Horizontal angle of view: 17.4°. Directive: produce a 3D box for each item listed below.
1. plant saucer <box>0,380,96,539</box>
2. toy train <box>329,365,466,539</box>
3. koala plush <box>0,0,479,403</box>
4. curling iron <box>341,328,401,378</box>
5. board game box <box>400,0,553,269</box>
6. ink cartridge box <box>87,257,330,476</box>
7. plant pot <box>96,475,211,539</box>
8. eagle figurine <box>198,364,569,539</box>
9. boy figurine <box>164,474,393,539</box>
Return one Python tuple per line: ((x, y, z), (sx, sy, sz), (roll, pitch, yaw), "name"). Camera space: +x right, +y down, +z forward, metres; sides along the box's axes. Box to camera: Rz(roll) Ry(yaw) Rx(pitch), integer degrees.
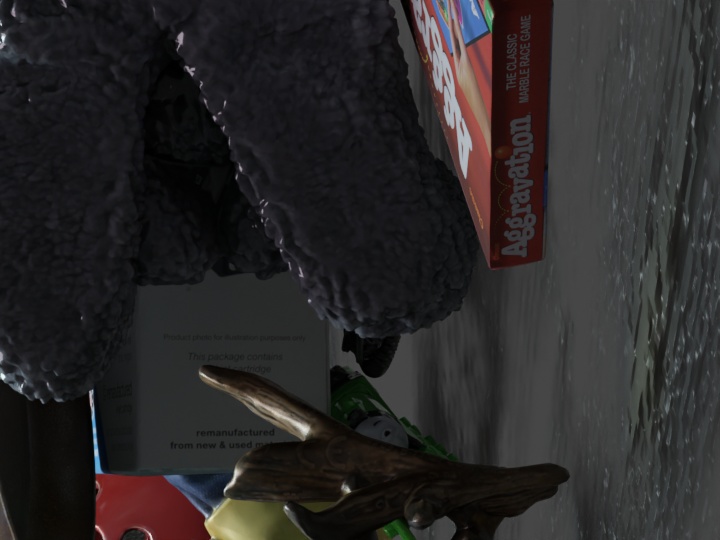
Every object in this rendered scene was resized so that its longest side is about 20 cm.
((-0.139, 0.036, 0.911), (0.200, 0.032, 0.200), (-9, -90, -85), "plant saucer")
((0.006, 0.072, 0.988), (0.056, 0.042, 0.200), (52, 176, -6), "toy train")
((-0.059, -0.079, 0.834), (0.200, 0.177, 0.184), (-93, -7, -73), "koala plush")
((0.000, 0.000, 1.077), (0.200, 0.026, 0.050), (-105, 28, -74), "curling iron")
((0.023, -0.108, 0.710), (0.103, 0.019, 0.200), (85, 172, -49), "board game box")
((-0.069, -0.014, 0.998), (0.146, 0.086, 0.200), (161, 107, -73), "ink cartridge box")
((-0.135, 0.203, 1.700), (0.200, 0.182, 0.200), (47, 178, 2), "plant pot")
((0.014, 0.144, 0.757), (0.152, 0.151, 0.200), (-131, 40, -58), "eagle figurine")
((-0.031, 0.120, 1.163), (0.200, 0.124, 0.064), (48, 156, -6), "boy figurine")
